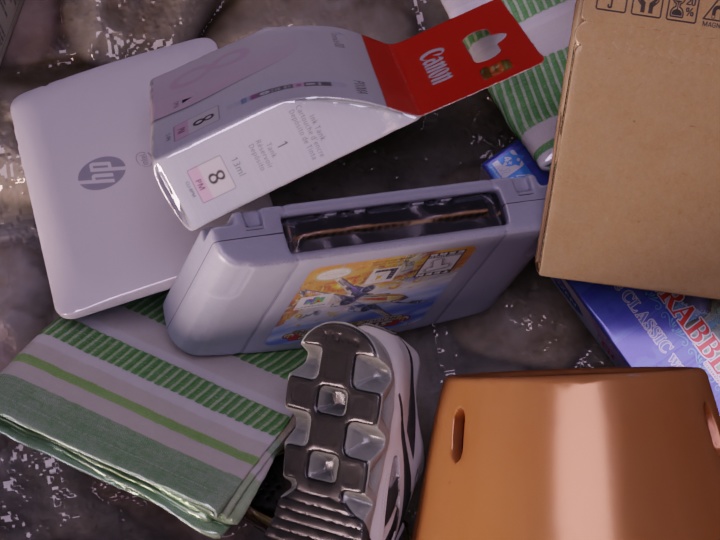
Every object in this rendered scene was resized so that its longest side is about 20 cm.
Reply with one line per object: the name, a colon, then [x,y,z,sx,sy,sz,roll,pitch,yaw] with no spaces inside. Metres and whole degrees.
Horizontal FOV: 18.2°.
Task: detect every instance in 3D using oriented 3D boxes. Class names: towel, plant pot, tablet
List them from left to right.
tablet: [-0.125,-0.057,1.272,0.130,0.014,0.200,-18,43,-3]
towel: [-0.098,0.058,1.219,0.152,0.023,0.200,24,34,10]
plant pot: [0.112,0.122,1.158,0.199,0.200,0.141,-3,88,1]
towel: [0.130,-0.154,1.263,0.152,0.023,0.201,-25,55,2]

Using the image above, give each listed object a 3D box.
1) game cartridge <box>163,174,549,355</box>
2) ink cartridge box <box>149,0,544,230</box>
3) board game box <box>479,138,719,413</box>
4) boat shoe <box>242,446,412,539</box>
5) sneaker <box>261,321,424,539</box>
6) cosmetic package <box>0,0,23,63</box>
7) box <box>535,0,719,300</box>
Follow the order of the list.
game cartridge: [0.000,0.000,1.204,0.199,0.133,0.042,-8,64,-21]
ink cartridge box: [-0.015,-0.104,1.184,0.199,0.163,0.057,-29,109,5]
board game box: [0.203,-0.032,1.254,0.199,0.041,0.200,-35,78,-5]
boat shoe: [-0.053,0.104,1.248,0.199,0.068,0.072,31,78,10]
sneaker: [-0.003,0.128,1.173,0.074,0.088,0.201,17,96,29]
cosmetic package: [-0.238,-0.183,1.315,0.071,0.105,0.201,16,74,6]
box: [0.199,-0.064,1.161,0.199,0.021,0.164,8,100,-6]
